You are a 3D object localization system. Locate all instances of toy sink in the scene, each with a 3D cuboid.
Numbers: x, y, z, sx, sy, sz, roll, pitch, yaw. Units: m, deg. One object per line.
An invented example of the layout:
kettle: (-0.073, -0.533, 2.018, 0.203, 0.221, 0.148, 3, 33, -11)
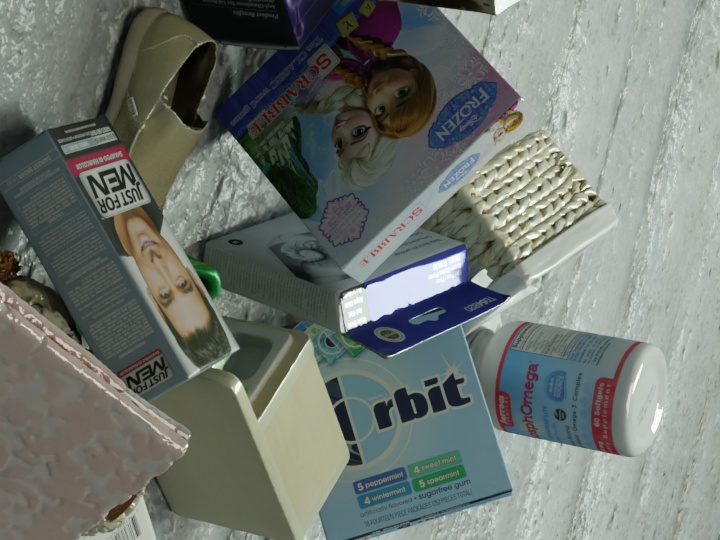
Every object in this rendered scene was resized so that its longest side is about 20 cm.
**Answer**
toy sink: (-0.106, 0.110, 1.642, 0.112, 0.130, 0.200, -58, 143, -36)

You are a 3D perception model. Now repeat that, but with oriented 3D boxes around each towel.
towel: (-0.239, 0.105, 1.275, 0.191, 0.200, 0.032, 40, 30, -23)

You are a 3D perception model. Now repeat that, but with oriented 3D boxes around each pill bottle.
pill bottle: (0.182, 0.108, 1.895, 0.109, 0.199, 0.109, -26, 120, -56)

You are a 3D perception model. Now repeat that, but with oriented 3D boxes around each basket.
basket: (0.129, -0.034, 1.886, 0.124, 0.135, 0.200, 54, 38, 6)

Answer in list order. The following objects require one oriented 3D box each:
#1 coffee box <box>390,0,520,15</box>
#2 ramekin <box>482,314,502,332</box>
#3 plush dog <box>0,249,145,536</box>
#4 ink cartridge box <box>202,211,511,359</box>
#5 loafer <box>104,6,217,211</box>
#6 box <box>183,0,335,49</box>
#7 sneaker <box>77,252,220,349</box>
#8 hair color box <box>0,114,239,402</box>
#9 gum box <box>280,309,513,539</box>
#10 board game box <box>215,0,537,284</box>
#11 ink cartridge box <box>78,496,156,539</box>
coffee box: (0.031, -0.264, 1.484, 0.080, 0.199, 0.114, -35, 129, -48)
ramekin: (0.058, 0.101, 1.976, 0.202, 0.094, 0.203, -25, 120, -56)
plush dog: (-0.245, 0.081, 1.394, 0.200, 0.160, 0.172, 55, 30, -29)
ink cartridge box: (0.000, 0.000, 1.708, 0.199, 0.199, 0.041, -22, 127, -52)
loafer: (-0.160, -0.104, 1.540, 0.076, 0.068, 0.201, 14, 86, -61)
box: (-0.083, -0.299, 1.585, 0.148, 0.104, 0.200, -58, 144, -36)
sneaker: (-0.179, 0.041, 1.532, 0.200, 0.083, 0.074, -48, 137, -42)
hair color box: (-0.175, -0.007, 1.430, 0.201, 0.060, 0.099, 60, 21, 0)
gum box: (0.025, 0.126, 1.765, 0.045, 0.169, 0.201, 78, -5, -75)
board game box: (0.009, -0.128, 1.625, 0.200, 0.200, 0.041, -44, 150, 7)
ink cartridge box: (-0.225, 0.238, 1.492, 0.146, 0.084, 0.201, -42, 135, -36)
